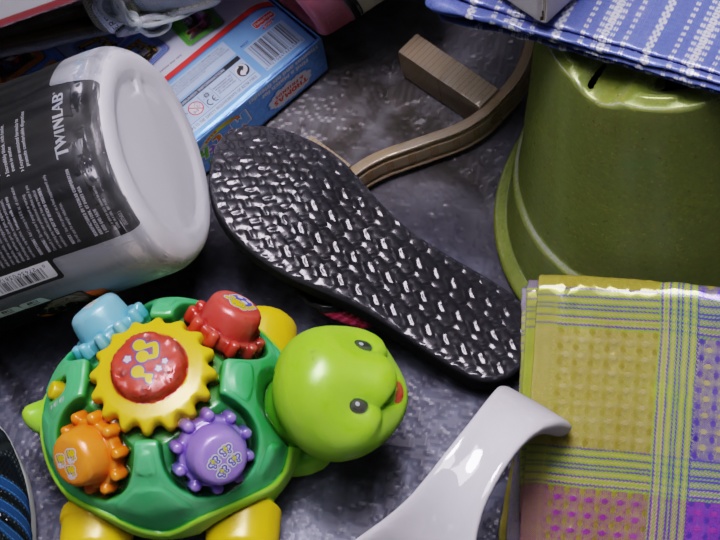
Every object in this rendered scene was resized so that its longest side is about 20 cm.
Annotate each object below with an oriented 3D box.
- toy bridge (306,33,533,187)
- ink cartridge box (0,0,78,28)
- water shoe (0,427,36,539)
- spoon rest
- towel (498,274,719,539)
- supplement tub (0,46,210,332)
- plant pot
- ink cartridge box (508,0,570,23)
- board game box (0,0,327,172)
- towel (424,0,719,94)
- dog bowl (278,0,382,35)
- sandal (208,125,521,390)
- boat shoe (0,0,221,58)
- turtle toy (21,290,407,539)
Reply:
[{"bbox_3d":[0.050,-0.102,1.434,0.067,0.027,0.200,36,72,25],"label":"toy bridge"},{"bbox_3d":[-0.208,-0.217,1.399,0.144,0.084,0.200,-18,42,6],"label":"ink cartridge box"},{"bbox_3d":[-0.198,0.130,1.308,0.071,0.079,0.200,-21,59,-3],"label":"water shoe"},{"bbox_3d":[0.029,0.144,1.250,0.099,0.061,0.200,29,85,19],"label":"spoon rest"},{"bbox_3d":[0.168,0.078,1.277,0.200,0.023,0.144,3,90,13],"label":"towel"},{"bbox_3d":[-0.189,-0.031,1.359,0.200,0.123,0.123,-18,57,20],"label":"supplement tub"},{"bbox_3d":[0.155,-0.078,1.307,0.200,0.190,0.200,-5,59,8],"label":"plant pot"},{"bbox_3d":[0.097,-0.233,1.227,0.145,0.084,0.200,37,67,27],"label":"ink cartridge box"},{"bbox_3d":[-0.140,-0.131,1.477,0.151,0.037,0.200,-41,63,-14],"label":"board game box"},{"bbox_3d":[0.145,-0.149,1.230,0.200,0.024,0.145,18,61,18],"label":"towel"},{"bbox_3d":[-0.053,-0.210,1.425,0.074,0.200,0.200,-45,62,0],"label":"dog bowl"},{"bbox_3d":[0.000,0.000,1.369,0.200,0.045,0.075,36,65,6],"label":"sandal"},{"bbox_3d":[-0.162,-0.146,1.430,0.202,0.074,0.065,-4,66,12],"label":"boat shoe"},{"bbox_3d":[-0.074,0.068,1.311,0.200,0.101,0.146,-2,60,9],"label":"turtle toy"}]
